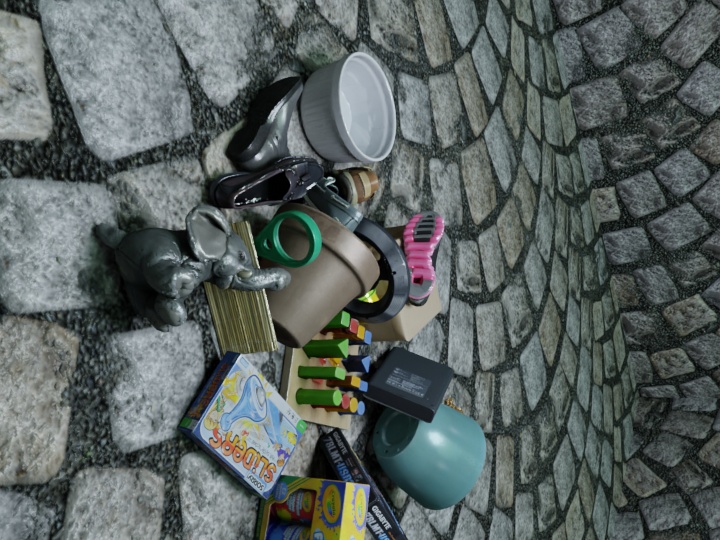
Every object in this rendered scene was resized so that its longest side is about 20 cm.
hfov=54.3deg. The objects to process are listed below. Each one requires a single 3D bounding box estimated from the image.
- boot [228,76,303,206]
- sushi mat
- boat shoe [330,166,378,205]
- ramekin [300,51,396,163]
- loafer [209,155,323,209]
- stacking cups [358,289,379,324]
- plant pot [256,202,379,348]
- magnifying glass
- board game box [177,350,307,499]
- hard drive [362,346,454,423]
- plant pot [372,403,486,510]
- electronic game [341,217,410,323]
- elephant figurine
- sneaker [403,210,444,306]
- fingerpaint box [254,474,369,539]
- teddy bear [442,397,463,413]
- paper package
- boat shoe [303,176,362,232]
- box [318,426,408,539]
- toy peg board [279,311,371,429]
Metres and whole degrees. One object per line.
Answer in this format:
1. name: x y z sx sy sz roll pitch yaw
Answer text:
1. boot: -0.136 -0.217 1.179 0.201 0.069 0.132 -60 138 -25
2. sushi mat: -0.185 0.030 1.034 0.012 0.095 0.202 -40 121 -68
3. boat shoe: -0.007 -0.152 1.270 0.200 0.073 0.076 -128 -159 -76
4. ramekin: -0.025 -0.297 1.317 0.199 0.104 0.203 10 78 -57
5. loafer: -0.135 -0.129 1.099 0.199 0.063 0.073 -19 123 -33
6. stacking cups: -0.023 0.002 1.300 0.201 0.060 0.061 61 38 -15
7. plant pot: -0.094 0.022 1.114 0.175 0.199 0.201 -57 134 -22
8. magnifying glass: -0.138 -0.037 1.016 0.022 0.198 0.080 -29 106 -53
9. board game box: -0.171 0.236 1.064 0.201 0.034 0.136 56 52 -38
10. hard drive: 0.100 0.218 1.379 0.200 0.138 0.033 -40 148 -66
11. plant pot: 0.120 0.345 1.386 0.161 0.200 0.202 37 54 -30
12. electronic game: 0.000 0.000 1.228 0.042 0.199 0.202 -33 113 -48
13. elephant figurine: -0.215 -0.017 0.945 0.200 0.141 0.156 -36 131 -38
14. sneaker: 0.120 -0.020 1.367 0.096 0.078 0.202 73 28 -60
15. fingerpaint box: -0.081 0.423 1.076 0.073 0.165 0.202 30 62 -52
16. teddy bear: 0.213 0.382 1.649 0.200 0.066 0.146 41 61 -55
17. paper package: 0.070 0.022 1.426 0.190 0.103 0.202 -33 112 -54
18. boat shoe: -0.055 -0.122 1.190 0.073 0.062 0.200 42 9 -43
19. box: 0.015 0.402 1.224 0.049 0.200 0.199 -33 121 -6
20. toy peg board: -0.037 0.171 1.243 0.199 0.097 0.202 30 62 -52
